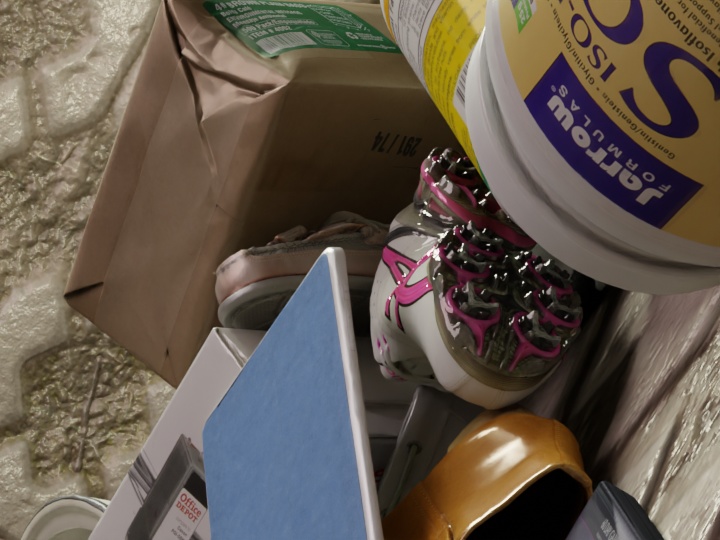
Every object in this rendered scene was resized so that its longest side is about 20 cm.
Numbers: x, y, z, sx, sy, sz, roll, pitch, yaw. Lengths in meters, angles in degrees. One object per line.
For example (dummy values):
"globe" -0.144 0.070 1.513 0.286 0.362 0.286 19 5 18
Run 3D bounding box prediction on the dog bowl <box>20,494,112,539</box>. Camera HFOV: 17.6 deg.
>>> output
"dog bowl" -0.123 0.222 1.321 0.200 0.074 0.201 12 105 53

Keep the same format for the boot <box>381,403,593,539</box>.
"boot" 0.018 0.140 0.902 0.202 0.071 0.144 -56 5 7

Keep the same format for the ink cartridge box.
"ink cartridge box" -0.046 0.130 1.132 0.147 0.083 0.200 6 -57 -48

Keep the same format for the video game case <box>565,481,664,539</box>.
"video game case" 0.044 0.171 0.761 0.200 0.019 0.143 -61 5 5

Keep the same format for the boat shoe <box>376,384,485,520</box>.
"boat shoe" 0.004 0.139 1.066 0.200 0.067 0.074 -60 5 11

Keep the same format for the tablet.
"tablet" -0.028 0.099 0.948 0.130 0.014 0.200 -55 30 36

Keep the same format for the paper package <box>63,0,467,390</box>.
"paper package" -0.029 -0.041 1.213 0.200 0.103 0.191 -4 -59 -47

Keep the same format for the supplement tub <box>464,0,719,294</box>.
"supplement tub" 0.123 -0.089 0.705 0.146 0.145 0.200 -63 5 -32

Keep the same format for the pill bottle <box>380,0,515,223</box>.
"pill bottle" 0.075 -0.114 1.052 0.113 0.112 0.200 -58 40 26

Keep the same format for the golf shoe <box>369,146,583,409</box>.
"golf shoe" 0.045 0.021 1.011 0.092 0.072 0.200 -61 11 18

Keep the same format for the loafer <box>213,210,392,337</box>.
"loafer" 0.000 0.000 1.151 0.072 0.200 0.063 -31 66 37

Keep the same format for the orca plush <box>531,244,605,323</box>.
"orca plush" 0.098 -0.050 1.133 0.105 0.071 0.200 -39 44 26
